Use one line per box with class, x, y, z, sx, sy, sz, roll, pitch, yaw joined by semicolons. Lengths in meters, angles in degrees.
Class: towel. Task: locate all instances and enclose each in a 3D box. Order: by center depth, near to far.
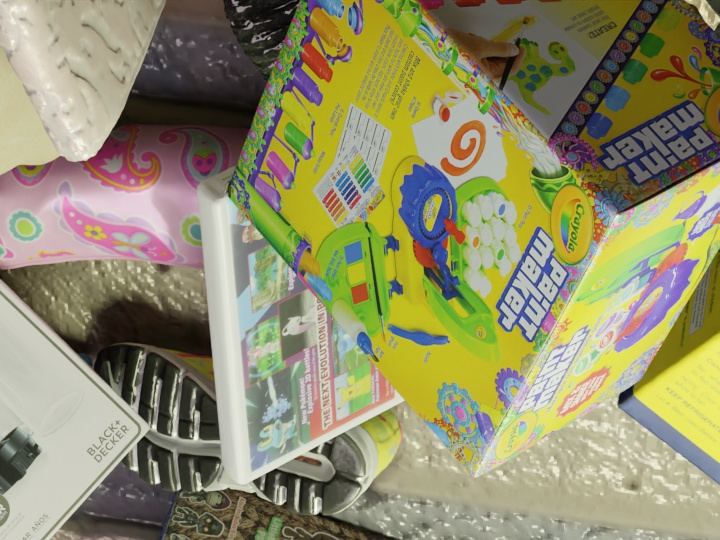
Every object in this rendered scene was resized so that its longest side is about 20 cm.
towel;-0.150;-0.184;1.384;0.032;0.192;0.201;-11;126;22

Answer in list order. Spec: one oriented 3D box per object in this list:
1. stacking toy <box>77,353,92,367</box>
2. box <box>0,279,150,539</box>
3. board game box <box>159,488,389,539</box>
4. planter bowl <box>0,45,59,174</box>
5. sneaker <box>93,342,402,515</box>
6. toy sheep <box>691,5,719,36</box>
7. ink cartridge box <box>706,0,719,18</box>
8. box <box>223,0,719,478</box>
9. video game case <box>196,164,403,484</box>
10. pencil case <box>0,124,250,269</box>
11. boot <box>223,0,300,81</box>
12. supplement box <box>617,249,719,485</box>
stacking toy;-0.248;0.018;1.662;0.115;0.110;0.201;-16;113;21
box;-0.226;0.058;1.593;0.200;0.117;0.060;44;169;-10
board game box;-0.043;0.236;1.787;0.199;0.097;0.160;20;133;-3
planter bowl;-0.207;-0.124;1.470;0.134;0.201;0.200;11;139;-33
sneaker;-0.064;0.086;1.679;0.199;0.090;0.079;19;113;27
toy sheep;0.209;-0.073;1.362;0.199;0.138;0.138;-22;122;27
ink cartridge box;0.246;-0.178;1.382;0.199;0.047;0.160;-23;122;32
box;0.062;-0.051;1.339;0.193;0.122;0.200;49;143;19
video game case;0.000;0.000;1.539;0.023;0.182;0.201;42;148;39
pencil case;-0.114;-0.038;1.574;0.199;0.088;0.088;4;131;12
boot;-0.002;-0.179;1.424;0.157;0.080;0.212;-4;130;18
supplement box;0.243;0.017;1.513;0.109;0.110;0.200;37;130;-18
